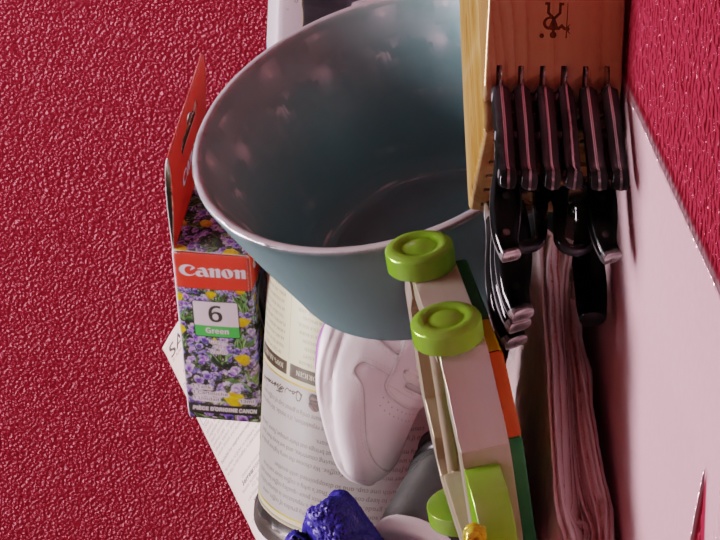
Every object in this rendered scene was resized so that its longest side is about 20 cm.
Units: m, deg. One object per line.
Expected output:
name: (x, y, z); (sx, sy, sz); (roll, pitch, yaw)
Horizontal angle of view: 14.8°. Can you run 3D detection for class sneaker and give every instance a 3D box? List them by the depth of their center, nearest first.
sneaker: (0.037, 0.023, 1.506); (0.075, 0.099, 0.201); (17, -90, -60)
sneaker: (0.063, 0.166, 1.545); (0.099, 0.070, 0.200); (-62, -30, -33)

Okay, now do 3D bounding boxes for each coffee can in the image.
coffee can: (0.012, 0.059, 1.656); (0.146, 0.146, 0.201); (-100, 12, -70)

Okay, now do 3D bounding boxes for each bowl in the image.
bowl: (0.024, -0.041, 1.418); (0.201, 0.200, 0.105); (-93, -14, -48)

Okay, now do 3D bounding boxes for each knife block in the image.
knife block: (0.081, -0.064, 1.287); (0.200, 0.064, 0.176); (-106, 19, -76)

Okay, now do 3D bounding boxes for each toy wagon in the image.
toy wagon: (0.050, 0.081, 1.266); (0.200, 0.039, 0.156); (-109, 8, -61)

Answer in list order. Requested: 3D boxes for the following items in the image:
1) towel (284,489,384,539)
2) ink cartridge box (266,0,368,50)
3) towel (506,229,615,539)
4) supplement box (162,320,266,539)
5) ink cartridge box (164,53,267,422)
towel: (0.021, 0.217, 1.462); (0.200, 0.049, 0.148); (56, 165, 10)
ink cartridge box: (0.019, -0.172, 1.641); (0.084, 0.144, 0.201); (-97, 9, -63)
towel: (0.090, 0.112, 1.341); (0.200, 0.032, 0.192); (97, 174, -53)
supplement box: (-0.034, 0.104, 1.894); (0.074, 0.126, 0.200); (-55, 51, 39)
ink cartridge box: (-0.078, -0.018, 1.672); (0.109, 0.050, 0.201); (-77, -11, -49)
